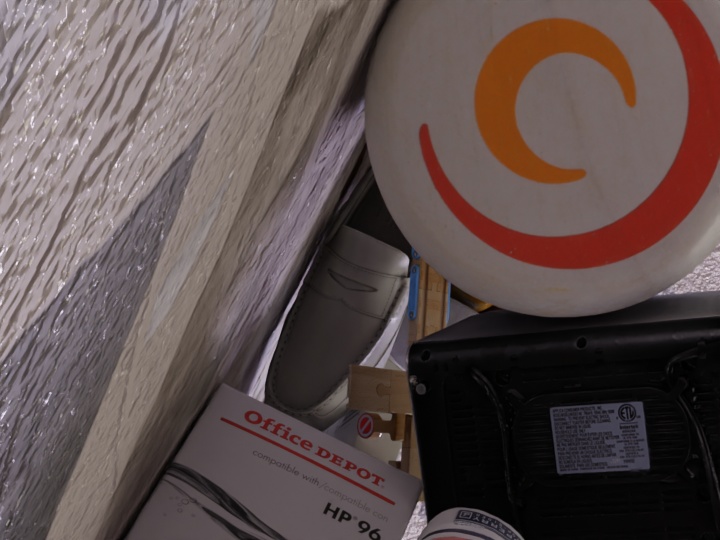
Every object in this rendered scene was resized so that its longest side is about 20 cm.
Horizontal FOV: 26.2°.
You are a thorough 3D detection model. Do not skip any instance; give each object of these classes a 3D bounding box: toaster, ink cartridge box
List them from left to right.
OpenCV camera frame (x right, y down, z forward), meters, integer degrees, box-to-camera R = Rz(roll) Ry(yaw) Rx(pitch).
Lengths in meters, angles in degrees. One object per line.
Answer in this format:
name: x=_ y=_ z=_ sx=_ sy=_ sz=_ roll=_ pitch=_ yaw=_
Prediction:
ink cartridge box: x=-0.046 y=0.134 z=0.731 sx=0.200 sy=0.115 sz=0.068 roll=-61 pitch=176 yaw=-47
toaster: x=0.132 y=0.104 z=0.745 sx=0.119 sy=0.199 sz=0.182 roll=-27 pitch=109 yaw=-69

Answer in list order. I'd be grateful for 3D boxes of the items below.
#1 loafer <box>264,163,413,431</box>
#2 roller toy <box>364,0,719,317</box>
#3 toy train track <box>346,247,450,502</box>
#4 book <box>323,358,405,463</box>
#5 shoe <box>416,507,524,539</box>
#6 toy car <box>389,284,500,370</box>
loafer: x=0.000 y=0.000 z=0.895 sx=0.070 sy=0.070 sz=0.201 roll=75 pitch=38 yaw=-62
roller toy: x=0.094 y=-0.075 z=0.744 sx=0.183 sy=0.200 sz=0.140 roll=-52 pitch=177 yaw=6
toy train track: x=0.029 y=0.026 z=0.857 sx=0.032 sy=0.114 sz=0.202 roll=-3 pitch=-100 yaw=48
book: x=-0.051 y=0.151 z=0.920 sx=0.200 sy=0.048 sz=0.134 roll=-44 pitch=-166 yaw=35
shoe: x=0.018 y=0.201 z=0.682 sx=0.091 sy=0.071 sz=0.201 roll=-56 pitch=167 yaw=-52
toy car: x=0.077 y=0.005 z=1.027 sx=0.200 sy=0.150 sz=0.176 roll=-3 pitch=-123 yaw=58
